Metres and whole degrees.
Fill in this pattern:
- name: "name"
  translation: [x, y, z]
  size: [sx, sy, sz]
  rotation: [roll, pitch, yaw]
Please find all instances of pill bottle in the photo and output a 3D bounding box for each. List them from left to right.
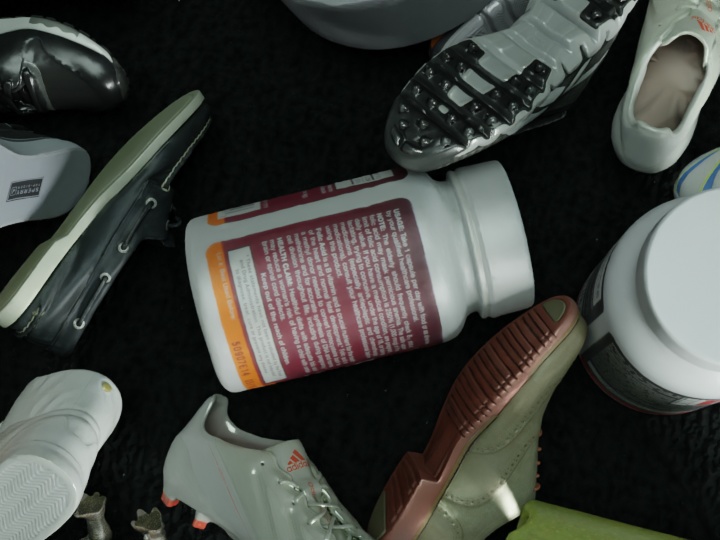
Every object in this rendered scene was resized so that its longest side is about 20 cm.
- name: "pill bottle"
  translation: [0.000, 0.000, 0.786]
  size: [0.200, 0.114, 0.114]
  rotation: [-13, 79, 0]
- name: "pill bottle"
  translation: [0.194, 0.021, 0.731]
  size: [0.116, 0.200, 0.116]
  rotation: [0, 80, 2]

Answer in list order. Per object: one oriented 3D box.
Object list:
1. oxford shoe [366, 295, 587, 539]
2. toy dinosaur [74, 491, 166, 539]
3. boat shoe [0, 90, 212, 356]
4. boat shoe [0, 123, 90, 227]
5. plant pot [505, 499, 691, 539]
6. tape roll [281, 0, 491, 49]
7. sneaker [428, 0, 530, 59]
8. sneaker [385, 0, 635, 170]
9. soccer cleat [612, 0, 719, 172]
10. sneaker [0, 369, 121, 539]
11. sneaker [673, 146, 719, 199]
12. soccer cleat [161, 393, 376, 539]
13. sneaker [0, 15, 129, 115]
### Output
- name: "oxford shoe"
  translation: [0.086, 0.106, 0.780]
  size: [0.074, 0.071, 0.200]
  rotation: [32, 104, -13]
- name: "toy dinosaur"
  translation: [-0.140, 0.197, 0.776]
  size: [0.200, 0.102, 0.077]
  rotation: [-1, 43, -10]
- name: "boat shoe"
  translation: [-0.154, -0.028, 0.822]
  size: [0.066, 0.075, 0.199]
  rotation: [43, 73, -20]
- name: "boat shoe"
  translation: [-0.240, -0.060, 0.769]
  size: [0.057, 0.200, 0.069]
  rotation: [23, 100, 15]
- name: "plant pot"
  translation: [0.157, 0.225, 0.714]
  size: [0.184, 0.200, 0.200]
  rotation: [20, 81, 17]
- name: "tape roll"
  translation: [0.017, -0.249, 0.819]
  size: [0.200, 0.066, 0.200]
  rotation: [-8, 69, 22]
- name: "sneaker"
  translation: [0.104, -0.225, 0.852]
  size: [0.200, 0.078, 0.112]
  rotation: [-43, 63, 3]
- name: "sneaker"
  translation: [0.096, -0.114, 0.781]
  size: [0.200, 0.091, 0.066]
  rotation: [-41, 68, -19]
- name: "soccer cleat"
  translation: [0.215, -0.160, 0.818]
  size: [0.069, 0.078, 0.200]
  rotation: [18, 79, 6]
- name: "sneaker"
  translation: [-0.225, 0.139, 0.792]
  size: [0.200, 0.116, 0.074]
  rotation: [-34, 108, 27]
- name: "sneaker"
  translation: [0.286, -0.100, 0.780]
  size: [0.200, 0.105, 0.076]
  rotation: [-18, 39, 15]
- name: "soccer cleat"
  translation: [-0.039, 0.147, 0.759]
  size: [0.200, 0.069, 0.078]
  rotation: [28, 98, 27]
- name: "sneaker"
  translation: [-0.253, -0.120, 0.829]
  size: [0.200, 0.076, 0.088]
  rotation: [13, 62, 13]
